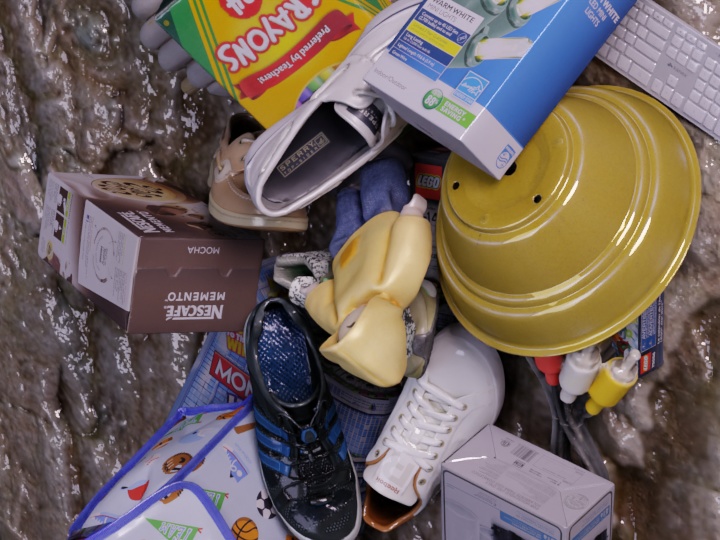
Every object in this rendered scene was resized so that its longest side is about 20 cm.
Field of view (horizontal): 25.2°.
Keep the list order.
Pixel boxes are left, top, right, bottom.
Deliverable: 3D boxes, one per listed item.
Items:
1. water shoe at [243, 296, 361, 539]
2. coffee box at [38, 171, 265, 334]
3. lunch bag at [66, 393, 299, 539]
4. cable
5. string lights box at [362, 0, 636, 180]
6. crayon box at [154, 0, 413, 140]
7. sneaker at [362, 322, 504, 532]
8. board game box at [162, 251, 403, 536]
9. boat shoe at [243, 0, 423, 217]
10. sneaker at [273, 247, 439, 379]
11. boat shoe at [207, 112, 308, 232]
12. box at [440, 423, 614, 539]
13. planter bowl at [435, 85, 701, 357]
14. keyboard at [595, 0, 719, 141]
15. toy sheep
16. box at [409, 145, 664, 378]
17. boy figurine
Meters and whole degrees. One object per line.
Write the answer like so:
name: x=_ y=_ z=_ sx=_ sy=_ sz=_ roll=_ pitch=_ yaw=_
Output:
water shoe: x=-0.051 y=0.119 z=1.235 sx=0.079 sy=0.071 sz=0.201 roll=104 pitch=148 yaw=-83
coffee box: x=-0.176 y=-0.017 z=1.325 sx=0.200 sy=0.113 sz=0.080 roll=31 pitch=115 yaw=55
lunch bag: x=-0.124 y=0.222 z=1.271 sx=0.124 sy=0.200 sz=0.170 roll=-17 pitch=108 yaw=41
cable: x=0.141 y=0.098 z=1.133 sx=0.097 sy=0.050 sz=0.200 roll=28 pitch=139 yaw=22
string lights box: x=0.105 y=-0.169 z=1.032 sx=0.103 sy=0.059 sz=0.200 roll=36 pitch=89 yaw=41
crayon box: x=-0.033 y=-0.158 z=1.163 sx=0.127 sy=0.051 sz=0.200 roll=-35 pitch=114 yaw=29
sneaker: x=0.051 y=0.129 z=1.222 sx=0.073 sy=0.085 sz=0.200 roll=30 pitch=133 yaw=14
board game box: x=-0.064 y=0.099 z=1.349 sx=0.200 sy=0.062 sz=0.200 roll=33 pitch=124 yaw=29
boat shoe: x=-0.001 y=-0.111 z=1.103 sx=0.200 sy=0.066 sz=0.072 roll=-37 pitch=113 yaw=9
sneaker: x=-0.009 y=0.029 z=1.210 sx=0.200 sy=0.088 sz=0.077 roll=32 pitch=116 yaw=61
boat shoe: x=-0.083 y=-0.077 z=1.250 sx=0.200 sy=0.071 sz=0.065 roll=-131 pitch=49 yaw=-67
box: x=0.122 y=0.227 z=1.198 sx=0.116 sy=0.060 sz=0.201 roll=25 pitch=133 yaw=33
planter bowl: x=0.115 y=-0.052 z=1.058 sx=0.200 sy=0.083 sz=0.201 roll=-17 pitch=57 yaw=29
keyboard: x=0.177 y=-0.162 z=1.085 sx=0.200 sy=0.011 sz=0.056 roll=40 pitch=126 yaw=25
toy sheep: x=-0.113 y=-0.203 z=1.253 sx=0.138 sy=0.138 sz=0.200 roll=-27 pitch=100 yaw=43
box: x=0.124 y=-0.010 z=1.162 sx=0.200 sy=0.040 sz=0.137 roll=11 pitch=111 yaw=39
boy figurine: x=0.000 y=0.000 z=1.130 sx=0.124 sy=0.064 sz=0.201 roll=-34 pitch=38 yaw=35
